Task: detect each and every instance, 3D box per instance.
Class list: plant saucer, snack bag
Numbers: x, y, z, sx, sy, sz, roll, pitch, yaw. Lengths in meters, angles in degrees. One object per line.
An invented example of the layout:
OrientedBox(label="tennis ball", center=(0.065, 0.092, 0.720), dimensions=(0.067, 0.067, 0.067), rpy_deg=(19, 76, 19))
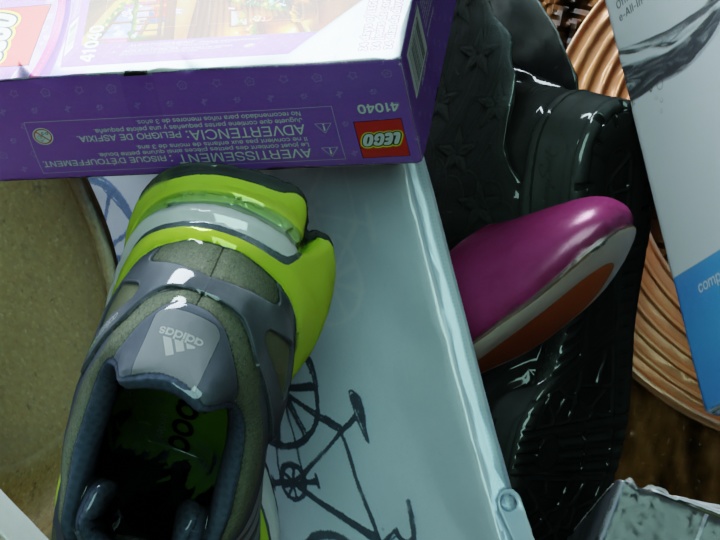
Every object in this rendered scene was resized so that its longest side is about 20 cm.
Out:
OrientedBox(label="plant saucer", center=(-0.151, 0.001, 0.779), dimensions=(0.199, 0.035, 0.201), rpy_deg=(11, 114, 27))
OrientedBox(label="snack bag", center=(-0.030, 0.032, 0.742), dimensions=(0.021, 0.200, 0.189), rpy_deg=(-8, 81, -44))

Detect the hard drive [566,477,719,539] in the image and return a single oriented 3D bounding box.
OrientedBox(label="hard drive", center=(0.157, 0.121, 0.721), dimensions=(0.199, 0.140, 0.038), rpy_deg=(20, 77, 5))

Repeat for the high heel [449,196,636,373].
OrientedBox(label="high heel", center=(0.000, 0.000, 0.758), dimensions=(0.200, 0.067, 0.096), rpy_deg=(-34, 79, 39))

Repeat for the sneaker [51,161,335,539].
OrientedBox(label="sneaker", center=(-0.060, 0.066, 0.675), dimensions=(0.074, 0.201, 0.081), rpy_deg=(16, 40, 7))

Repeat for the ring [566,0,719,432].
OrientedBox(label="ring", center=(0.162, -0.034, 0.834), dimensions=(0.199, 0.019, 0.201), rpy_deg=(-1, 74, 3))

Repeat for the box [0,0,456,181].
OrientedBox(label="box", center=(-0.036, -0.106, 0.703), dimensions=(0.136, 0.039, 0.200), rpy_deg=(-1, 43, 14))

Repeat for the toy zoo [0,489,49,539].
OrientedBox(label="toy zoo", center=(-0.110, 0.133, 0.618), dimensions=(0.200, 0.020, 0.131), rpy_deg=(45, 60, 1))

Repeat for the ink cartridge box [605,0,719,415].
OrientedBox(label="ink cartridge box", center=(0.165, -0.064, 0.761), dimensions=(0.145, 0.084, 0.201), rpy_deg=(-3, 72, -28))

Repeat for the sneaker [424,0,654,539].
OrientedBox(label="sneaker", center=(0.042, -0.003, 0.809), dimensions=(0.104, 0.060, 0.201), rpy_deg=(19, 104, 41))
